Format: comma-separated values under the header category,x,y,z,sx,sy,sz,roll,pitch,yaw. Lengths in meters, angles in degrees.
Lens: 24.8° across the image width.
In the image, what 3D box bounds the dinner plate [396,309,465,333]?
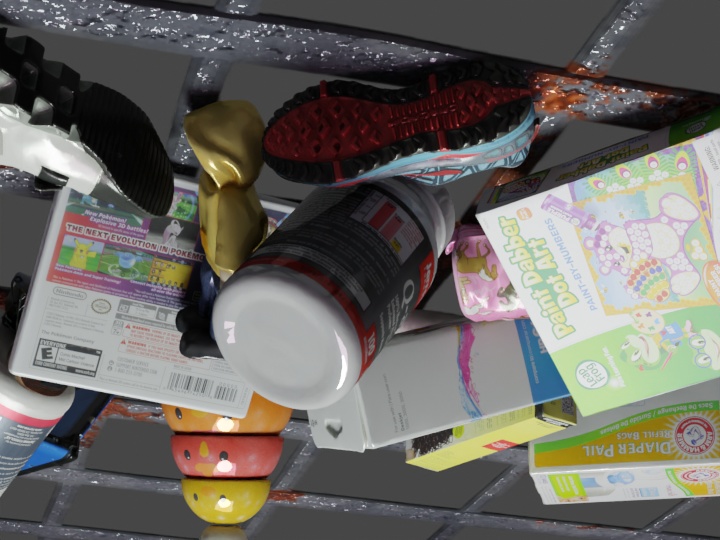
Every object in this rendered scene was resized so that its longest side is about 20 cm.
category,x,y,z,sx,sy,sz,roll,pitch,yaw
dinner plate,0.038,0.086,1.573,0.199,0.024,0.200,-3,155,-1

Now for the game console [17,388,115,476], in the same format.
category,x,y,z,sx,sy,sz,roll,pitch,yaw
game console,-0.363,0.145,1.635,0.199,0.119,0.170,-19,145,36

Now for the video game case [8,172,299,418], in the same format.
category,x,y,z,sx,sy,sz,roll,pitch,yaw
video game case,-0.159,0.013,1.296,0.199,0.183,0.023,13,-170,-23

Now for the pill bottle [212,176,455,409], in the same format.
category,x,y,z,sx,sy,sz,roll,pitch,yaw
pill bottle,-0.012,0.001,1.189,0.115,0.200,0.116,16,128,21

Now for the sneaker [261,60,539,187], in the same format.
category,x,y,z,sx,sy,sz,roll,pitch,yaw
sneaker,0.030,-0.085,1.165,0.199,0.080,0.096,-5,156,15

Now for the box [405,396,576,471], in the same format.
category,x,y,z,sx,sy,sz,roll,pitch,yaw
box,0.127,0.142,1.641,0.050,0.076,0.200,21,147,-36

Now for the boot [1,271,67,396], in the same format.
category,x,y,z,sx,sy,sz,roll,pitch,yaw
boot,-0.277,0.052,1.389,0.096,0.075,0.200,22,-170,10

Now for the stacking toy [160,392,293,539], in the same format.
category,x,y,z,sx,sy,sz,roll,pitch,yaw
stacking toy,-0.127,0.194,1.585,0.145,0.201,0.146,-1,174,0

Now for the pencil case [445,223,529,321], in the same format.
category,x,y,z,sx,sy,sz,roll,pitch,yaw
pencil case,0.169,-0.009,1.311,0.199,0.087,0.083,-10,171,20

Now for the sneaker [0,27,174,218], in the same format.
category,x,y,z,sx,sy,sz,roll,pitch,yaw
sneaker,-0.218,-0.097,1.169,0.088,0.074,0.200,-17,139,35

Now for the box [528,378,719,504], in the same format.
category,x,y,z,sx,sy,sz,roll,pitch,yaw
box,0.275,0.168,1.653,0.199,0.102,0.113,-5,154,13

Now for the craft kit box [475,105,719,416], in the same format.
category,x,y,z,sx,sy,sz,roll,pitch,yaw
craft kit box,0.217,-0.002,1.230,0.197,0.049,0.201,-19,115,28

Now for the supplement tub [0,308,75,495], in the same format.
category,x,y,z,sx,sy,sz,roll,pitch,yaw
supplement tub,-0.357,0.139,1.430,0.140,0.140,0.200,28,107,-43

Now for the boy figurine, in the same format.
category,x,y,z,sx,sy,sz,roll,pitch,yaw
boy figurine,-0.103,-0.029,1.216,0.064,0.125,0.201,-2,124,-10

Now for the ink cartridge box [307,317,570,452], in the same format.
category,x,y,z,sx,sy,sz,roll,pitch,yaw
ink cartridge box,0.063,0.091,1.408,0.199,0.085,0.144,-14,180,-21
